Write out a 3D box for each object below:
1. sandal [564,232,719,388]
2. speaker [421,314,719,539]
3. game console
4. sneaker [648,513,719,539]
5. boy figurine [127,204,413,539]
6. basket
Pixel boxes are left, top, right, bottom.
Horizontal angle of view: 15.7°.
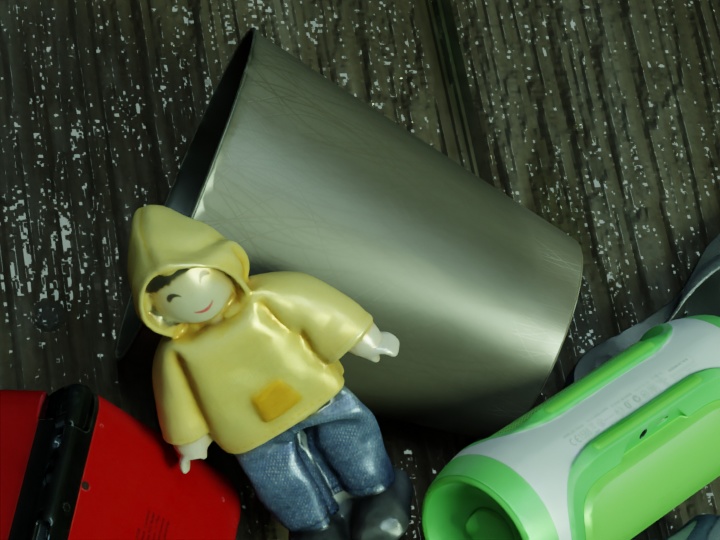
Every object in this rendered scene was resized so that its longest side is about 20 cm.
[{"bbox_3d":[0.196,0.030,1.423,0.076,0.043,0.200,45,58,10],"label":"sandal"},{"bbox_3d":[0.121,0.093,1.296,0.200,0.089,0.089,-29,72,-40],"label":"speaker"},{"bbox_3d":[-0.167,0.166,1.248,0.172,0.118,0.201,35,51,-34],"label":"game console"},{"bbox_3d":[0.107,0.165,1.302,0.200,0.070,0.082,-34,77,-32],"label":"sneaker"},{"bbox_3d":[-0.044,0.049,1.242,0.124,0.200,0.065,-24,29,11],"label":"boy figurine"},{"bbox_3d":[0.000,0.000,1.328,0.199,0.136,0.181,23,88,-10],"label":"basket"}]
